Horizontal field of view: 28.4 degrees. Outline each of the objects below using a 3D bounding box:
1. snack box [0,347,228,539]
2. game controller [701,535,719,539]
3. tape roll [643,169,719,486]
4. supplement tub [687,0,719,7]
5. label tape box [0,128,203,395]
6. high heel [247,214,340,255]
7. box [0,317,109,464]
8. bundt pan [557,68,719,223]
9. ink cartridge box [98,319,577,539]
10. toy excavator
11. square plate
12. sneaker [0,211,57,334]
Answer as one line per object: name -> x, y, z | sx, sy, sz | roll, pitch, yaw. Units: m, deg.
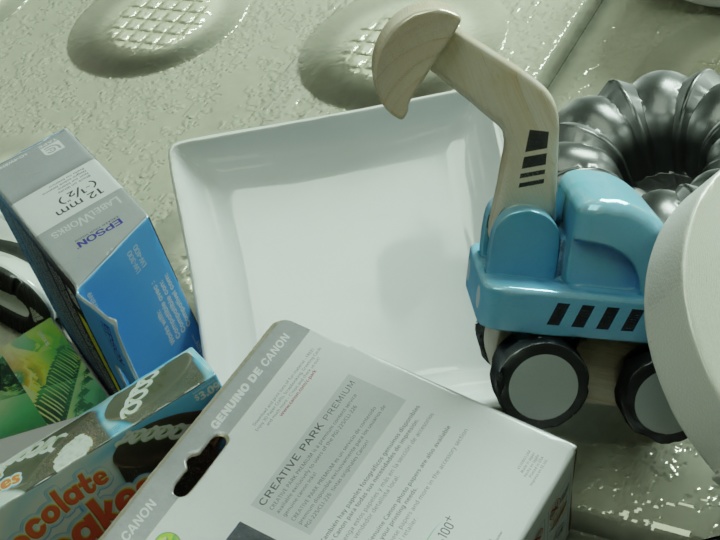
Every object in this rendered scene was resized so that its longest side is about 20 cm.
snack box -> -0.144, 0.140, 0.738 | 0.200, 0.116, 0.037 | -32, 35, -13
game controller -> 0.123, 0.177, 0.607 | 0.200, 0.104, 0.042 | -11, -4, -12
tape roll -> 0.231, 0.033, 0.685 | 0.203, 0.037, 0.203 | 10, 62, -20
supplement tub -> 0.281, -0.302, 1.032 | 0.144, 0.144, 0.200 | 8, 48, 27
label tape box -> -0.138, 0.022, 0.837 | 0.066, 0.143, 0.200 | -32, 40, -16
high heel -> -0.007, -0.042, 0.920 | 0.200, 0.067, 0.096 | -14, 48, -15
box -> -0.238, 0.125, 0.852 | 0.200, 0.036, 0.144 | -32, 43, -15
bundt pan -> 0.183, -0.050, 0.853 | 0.202, 0.076, 0.202 | -10, 43, 9
ink cartridge box -> -0.017, 0.143, 0.692 | 0.175, 0.084, 0.200 | 24, 56, 23
toy excavator -> 0.095, -0.029, 0.727 | 0.194, 0.200, 0.100 | 6, 16, -3
square plate -> 0.000, 0.000, 0.835 | 0.200, 0.028, 0.198 | -11, 72, -3
sneaker -> -0.252, -0.030, 1.009 | 0.200, 0.076, 0.115 | 25, 49, 29
